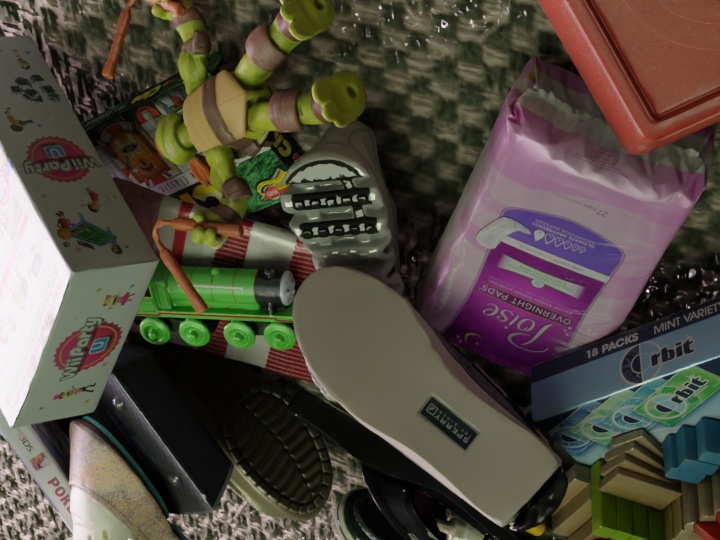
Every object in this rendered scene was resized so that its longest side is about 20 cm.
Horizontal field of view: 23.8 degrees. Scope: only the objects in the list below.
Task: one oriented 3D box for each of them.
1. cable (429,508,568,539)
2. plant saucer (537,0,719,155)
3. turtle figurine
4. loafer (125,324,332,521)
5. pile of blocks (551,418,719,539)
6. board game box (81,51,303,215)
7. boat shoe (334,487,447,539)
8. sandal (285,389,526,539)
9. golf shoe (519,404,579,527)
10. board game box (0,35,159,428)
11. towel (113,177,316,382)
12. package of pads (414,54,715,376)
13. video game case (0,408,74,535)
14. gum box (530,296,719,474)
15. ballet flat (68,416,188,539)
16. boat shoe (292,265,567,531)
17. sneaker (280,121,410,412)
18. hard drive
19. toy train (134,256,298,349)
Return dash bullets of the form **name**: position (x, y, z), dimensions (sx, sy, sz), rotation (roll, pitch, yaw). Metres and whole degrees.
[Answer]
- **cable**: position (0.135, 0.198, 1.151), dimensions (0.198, 0.050, 0.098), rotation (13, 106, -4)
- **plant saucer**: position (0.174, -0.162, 0.827), dimensions (0.198, 0.037, 0.201), rotation (-23, 117, 23)
- **turtle figurine**: position (-0.069, -0.087, 1.001), dimensions (0.160, 0.202, 0.064), rotation (-22, 165, 40)
- **loafer**: position (-0.102, 0.106, 1.254), dimensions (0.200, 0.076, 0.068), rotation (46, 150, -3)
- **pile of blocks**: position (0.193, 0.135, 1.005), dimensions (0.199, 0.063, 0.082), rotation (-26, 133, 32)
- **board game box**: position (-0.132, -0.066, 1.130), dimensions (0.199, 0.024, 0.105), rotation (-21, 123, 39)
- **boat shoe**: position (0.076, 0.205, 1.263), dimensions (0.198, 0.075, 0.062), rotation (25, 134, -6)
- **sandal**: position (0.029, 0.145, 1.091), dimensions (0.199, 0.048, 0.075), rotation (29, 172, 29)
- **golf shoe**: position (0.084, 0.113, 1.177), dimensions (0.199, 0.078, 0.088), rotation (35, 123, -19)
- **board game box**: position (-0.216, -0.026, 1.082), dimensions (0.201, 0.064, 0.148), rotation (57, 137, 29)
- **towel**: position (-0.080, 0.011, 1.163), dimensions (0.198, 0.023, 0.145), rotation (16, 141, -1)
- **package of pads**: position (0.115, -0.024, 1.007), dimensions (0.120, 0.076, 0.201), rotation (23, 139, 0)
- **video game case**: position (-0.244, 0.112, 1.268), dimensions (0.023, 0.200, 0.183), rotation (-31, 125, -6)
- **gum box**: position (0.226, 0.097, 1.041), dimensions (0.169, 0.045, 0.200), rotation (-22, 134, 28)
- **ballet flat**: position (-0.160, 0.187, 1.194), dimensions (0.068, 0.067, 0.201), rotation (18, 148, 46)
- **boat shoe**: position (0.042, 0.081, 1.026), dimensions (0.200, 0.075, 0.093), rotation (45, 180, 15)
- **sneaker**: position (0.000, 0.000, 1.071), dimensions (0.074, 0.081, 0.202), rotation (0, 123, 10)
- **hard drive**: position (-0.165, 0.110, 1.217), dimensions (0.135, 0.042, 0.200), rotation (55, 155, -12)
- **toy train**: position (-0.127, 0.019, 1.141), dimensions (0.198, 0.042, 0.057), rotation (1, 128, 17)
